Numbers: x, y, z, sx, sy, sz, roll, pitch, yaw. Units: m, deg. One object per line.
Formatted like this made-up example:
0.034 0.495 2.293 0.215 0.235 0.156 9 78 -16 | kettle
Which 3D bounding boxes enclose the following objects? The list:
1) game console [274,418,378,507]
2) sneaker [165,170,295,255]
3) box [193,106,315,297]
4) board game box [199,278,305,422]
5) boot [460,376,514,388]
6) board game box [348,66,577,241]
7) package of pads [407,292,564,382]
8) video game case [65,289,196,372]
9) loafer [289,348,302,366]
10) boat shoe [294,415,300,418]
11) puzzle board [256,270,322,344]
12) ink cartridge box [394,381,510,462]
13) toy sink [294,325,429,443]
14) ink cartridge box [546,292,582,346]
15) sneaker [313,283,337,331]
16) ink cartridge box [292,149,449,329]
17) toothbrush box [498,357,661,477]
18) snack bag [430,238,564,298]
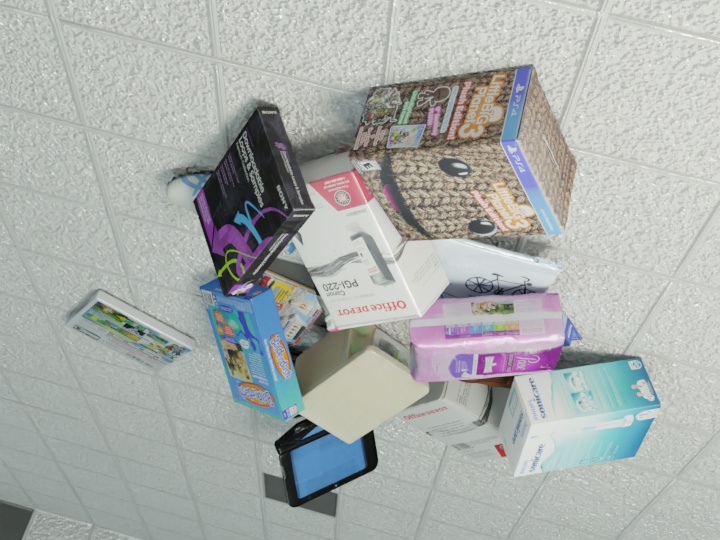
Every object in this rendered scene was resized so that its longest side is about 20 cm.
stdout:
-0.038 0.307 1.802 0.197 0.118 0.176 -20 166 -30 | game console
-0.169 -0.076 1.373 0.196 0.074 0.072 17 153 4 | sneaker
-0.133 -0.080 1.246 0.036 0.145 0.200 -3 151 -38 | box
-0.166 0.118 1.580 0.151 0.045 0.204 11 120 51 | board game box
0.219 0.163 1.531 0.197 0.070 0.188 23 168 -9 | boot
0.114 -0.119 1.123 0.197 0.098 0.160 -2 146 31 | board game box
0.157 0.087 1.319 0.196 0.077 0.121 -4 153 1 | package of pads
-0.419 0.113 1.875 0.198 0.022 0.182 31 148 -21 | video game case
-0.069 0.183 1.741 0.196 0.063 0.073 11 111 14 | loafer
-0.067 0.227 1.835 0.070 0.065 0.199 34 146 -27 | boat shoe
-0.144 0.058 1.641 0.148 0.018 0.200 23 150 -9 | puzzle board
0.172 0.229 1.692 0.198 0.085 0.144 31 149 -24 | ink cartridge box
0.002 0.157 1.607 0.129 0.113 0.199 33 130 -24 | toy sink
0.215 0.061 1.435 0.118 0.043 0.200 -8 144 37 | ink cartridge box
0.000 0.000 1.405 0.200 0.073 0.088 -45 74 38 | sneaker
0.000 -0.038 1.258 0.144 0.085 0.202 -10 116 40 | ink cartridge box
0.312 0.214 1.494 0.196 0.086 0.148 -9 142 -10 | toothbrush box
0.143 0.017 1.336 0.185 0.022 0.201 15 146 -4 | snack bag
